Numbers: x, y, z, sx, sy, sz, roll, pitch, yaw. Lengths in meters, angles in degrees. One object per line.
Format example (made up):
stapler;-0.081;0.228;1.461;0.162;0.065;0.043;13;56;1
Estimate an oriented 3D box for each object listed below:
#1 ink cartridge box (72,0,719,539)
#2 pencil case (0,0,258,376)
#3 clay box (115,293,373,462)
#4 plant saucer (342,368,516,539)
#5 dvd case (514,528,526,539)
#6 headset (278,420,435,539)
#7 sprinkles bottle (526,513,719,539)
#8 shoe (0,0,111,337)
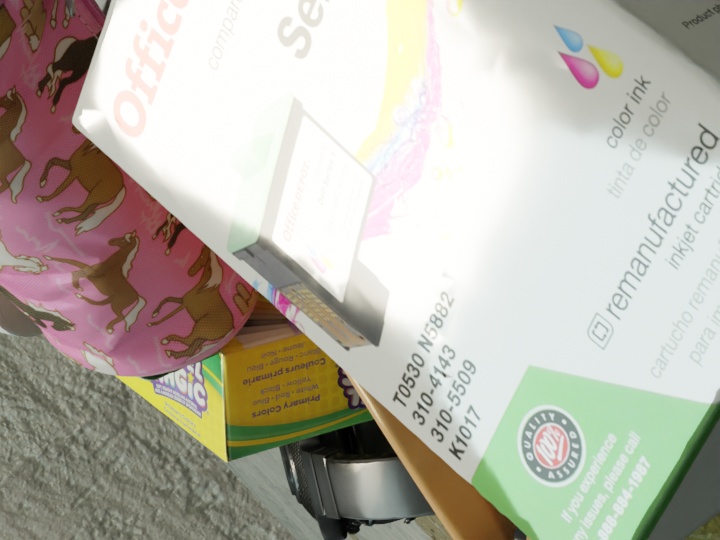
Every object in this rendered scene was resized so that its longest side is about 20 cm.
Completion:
ink cartridge box;0.035;-0.042;0.676;0.200;0.084;0.145;41;132;20
pencil case;-0.100;-0.042;0.850;0.086;0.083;0.200;12;155;29
clay box;-0.015;0.015;1.005;0.115;0.199;0.048;31;130;53
plant saucer;0.000;0.000;0.842;0.201;0.037;0.200;58;-179;-2
dvd case;0.147;0.169;1.009;0.200;0.025;0.150;45;171;-10
headset;0.025;0.074;1.052;0.200;0.123;0.094;10;115;63
sprinkles bottle;0.147;0.099;0.756;0.199;0.069;0.068;10;171;-3
shoe;-0.115;-0.081;0.964;0.091;0.201;0.071;20;-179;37
